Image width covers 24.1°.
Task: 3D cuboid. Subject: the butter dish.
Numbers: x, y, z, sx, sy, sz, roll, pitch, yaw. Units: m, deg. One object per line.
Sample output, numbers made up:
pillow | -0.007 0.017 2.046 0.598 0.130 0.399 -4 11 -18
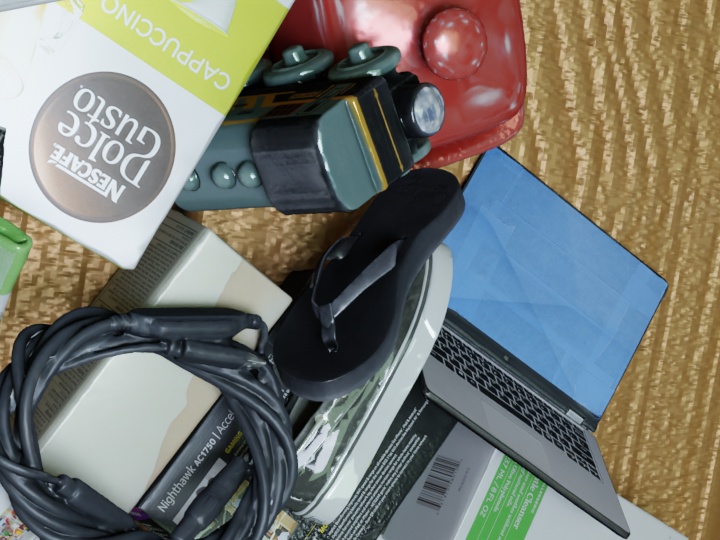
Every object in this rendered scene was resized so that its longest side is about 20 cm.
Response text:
butter dish | 0.033 -0.149 1.078 0.199 0.148 0.201 -17 106 -19

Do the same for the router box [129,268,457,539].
router box | -0.041 0.121 1.125 0.149 0.051 0.200 42 72 -17

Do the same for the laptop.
laptop | 0.133 0.044 1.158 0.187 0.200 0.116 36 109 -21

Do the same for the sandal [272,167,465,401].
sandal | 0.000 0.000 1.056 0.201 0.076 0.043 -61 142 -37

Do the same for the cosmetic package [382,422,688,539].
cosmetic package | 0.127 0.191 1.210 0.199 0.085 0.108 31 78 -30

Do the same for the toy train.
toy train | -0.047 -0.079 1.000 0.114 0.199 0.086 -39 119 -42

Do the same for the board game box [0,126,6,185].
board game box | -0.256 -0.011 0.875 0.134 0.028 0.201 15 134 -1

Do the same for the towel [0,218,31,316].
towel | -0.279 0.010 0.952 0.149 0.031 0.200 26 133 -12

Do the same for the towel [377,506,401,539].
towel | -0.030 0.201 1.190 0.148 0.031 0.202 5 96 -27

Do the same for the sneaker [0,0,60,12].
sneaker | -0.182 -0.172 0.804 0.199 0.071 0.100 -16 105 -24

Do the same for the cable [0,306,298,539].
cable | -0.132 0.103 0.993 0.199 0.051 0.164 -1 90 -33

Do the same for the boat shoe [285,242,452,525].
boat shoe | -0.004 0.060 1.078 0.063 0.071 0.201 31 75 -21

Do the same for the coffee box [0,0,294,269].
coffee box | -0.184 -0.143 0.954 0.199 0.200 0.199 33 87 -25

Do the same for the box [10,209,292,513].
box | -0.144 0.066 1.073 0.078 0.095 0.200 40 85 -25

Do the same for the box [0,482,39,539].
box | -0.248 0.198 1.012 0.110 0.035 0.200 37 107 -29
